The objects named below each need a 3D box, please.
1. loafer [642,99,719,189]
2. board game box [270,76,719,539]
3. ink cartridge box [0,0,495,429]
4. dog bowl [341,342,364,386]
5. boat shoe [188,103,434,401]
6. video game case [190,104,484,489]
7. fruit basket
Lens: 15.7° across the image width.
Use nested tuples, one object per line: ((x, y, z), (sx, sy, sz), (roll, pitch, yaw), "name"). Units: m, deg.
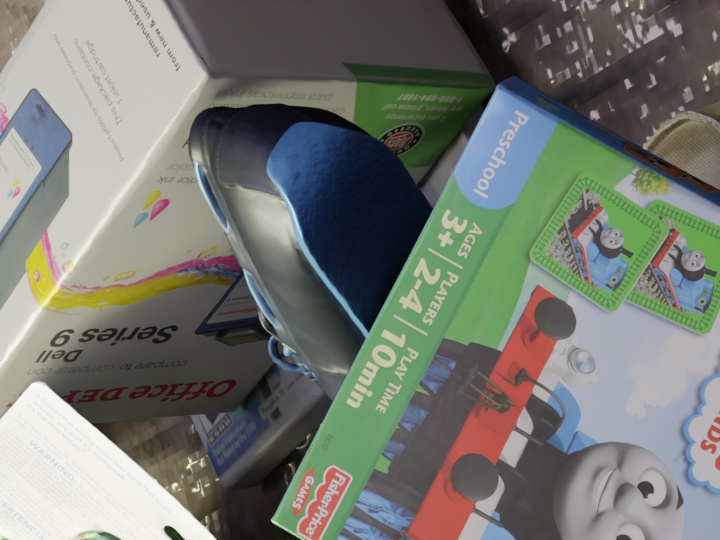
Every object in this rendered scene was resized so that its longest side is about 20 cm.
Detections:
((0.088, 0.028, 0.893), (0.076, 0.068, 0.200), (47, 123, 36), "loafer")
((0.095, 0.057, 0.767), (0.200, 0.037, 0.152), (29, 102, 7), "board game box")
((-0.068, -0.034, 0.972), (0.200, 0.145, 0.088), (-49, 58, 34), "ink cartridge box")
((0.077, 0.084, 0.831), (0.199, 0.074, 0.201), (2, 98, 12), "dog bowl")
((0.000, 0.000, 0.921), (0.069, 0.084, 0.200), (24, 152, 33), "boat shoe")
((-0.031, -0.040, 1.054), (0.200, 0.022, 0.183), (-46, 58, 37), "video game case")
((-0.094, 0.143, 1.014), (0.185, 0.094, 0.200), (42, 132, -3), "fruit basket")
